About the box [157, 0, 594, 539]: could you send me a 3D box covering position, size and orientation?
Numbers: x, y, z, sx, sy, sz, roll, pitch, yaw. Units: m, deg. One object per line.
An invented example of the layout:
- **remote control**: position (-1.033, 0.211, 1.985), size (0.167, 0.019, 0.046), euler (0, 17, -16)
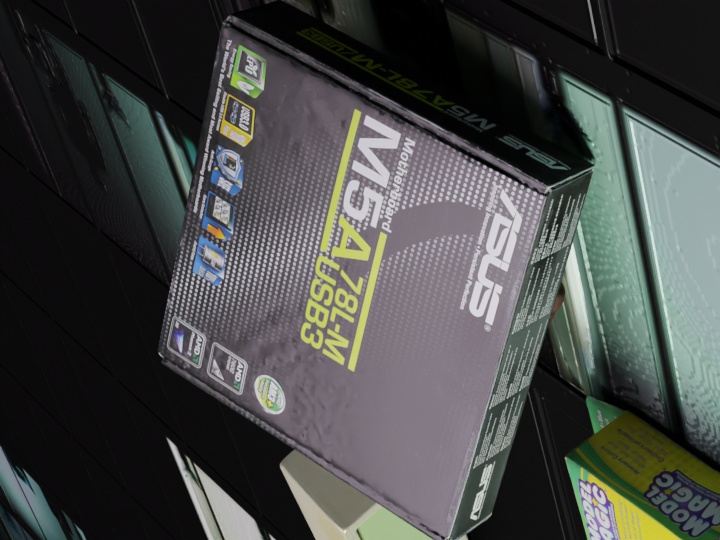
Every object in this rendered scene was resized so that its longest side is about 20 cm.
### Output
- **box**: position (0.000, 0.000, 1.002), size (0.193, 0.047, 0.201), euler (32, 124, 28)

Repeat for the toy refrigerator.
- **toy refrigerator**: position (0.018, 0.161, 1.301), size (0.070, 0.076, 0.200), euler (44, 165, 29)

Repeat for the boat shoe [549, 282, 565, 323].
- **boat shoe**: position (0.024, -0.038, 1.048), size (0.200, 0.070, 0.070), euler (47, 122, 15)

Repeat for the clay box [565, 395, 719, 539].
- **clay box**: position (0.169, 0.150, 1.009), size (0.200, 0.047, 0.115), euler (33, 150, 47)
